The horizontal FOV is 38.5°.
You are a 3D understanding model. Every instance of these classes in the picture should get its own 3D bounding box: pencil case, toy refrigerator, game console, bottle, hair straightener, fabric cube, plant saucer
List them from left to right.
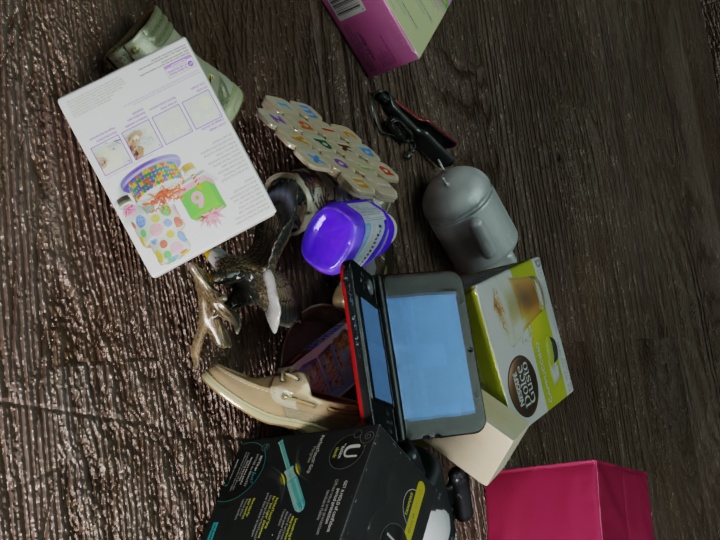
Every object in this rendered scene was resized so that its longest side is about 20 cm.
[{"bbox_3d":[-0.045,0.143,1.287,0.200,0.034,0.202,21,63,-50],"label":"plant saucer"},{"bbox_3d":[-0.042,-0.096,1.322,0.200,0.089,0.078,-20,131,-56],"label":"pencil case"},{"bbox_3d":[-0.005,-0.044,1.250,0.065,0.084,0.200,33,14,13],"label":"bottle"},{"bbox_3d":[0.080,-0.210,1.571,0.200,0.041,0.078,36,51,-43],"label":"hair straightener"},{"bbox_3d":[0.062,0.089,1.178,0.172,0.118,0.202,40,39,-72],"label":"game console"},{"bbox_3d":[0.105,0.170,1.289,0.199,0.076,0.070,34,26,18],"label":"toy refrigerator"},{"bbox_3d":[0.321,0.407,1.569,0.199,0.195,0.201,21,60,-48],"label":"fabric cube"}]

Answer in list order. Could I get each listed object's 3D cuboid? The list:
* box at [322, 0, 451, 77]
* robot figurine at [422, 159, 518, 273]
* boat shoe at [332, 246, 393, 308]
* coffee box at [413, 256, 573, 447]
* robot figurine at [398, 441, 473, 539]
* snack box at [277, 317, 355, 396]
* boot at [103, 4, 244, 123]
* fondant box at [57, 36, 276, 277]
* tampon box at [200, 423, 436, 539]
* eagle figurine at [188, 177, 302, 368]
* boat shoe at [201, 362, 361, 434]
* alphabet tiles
[{"bbox_3d":[0.037,-0.424,1.536,0.176,0.096,0.201,55,41,-27],"label":"box"},{"bbox_3d":[0.168,-0.078,1.587,0.201,0.112,0.170,57,1,-26],"label":"robot figurine"},{"bbox_3d":[0.000,0.000,1.365,0.200,0.075,0.072,-63,147,-71],"label":"boat shoe"},{"bbox_3d":[0.145,0.114,1.416,0.197,0.199,0.201,-19,94,-54],"label":"coffee box"},{"bbox_3d":[0.052,0.299,1.272,0.125,0.149,0.201,-53,136,-54],"label":"robot figurine"},{"bbox_3d":[-0.027,0.110,1.273,0.200,0.024,0.072,-34,109,-53],"label":"snack box"},{"bbox_3d":[-0.219,-0.176,1.121,0.155,0.072,0.201,46,48,-32],"label":"boot"},{"bbox_3d":[-0.196,-0.113,1.053,0.144,0.058,0.201,-29,94,-12],"label":"fondant box"},{"bbox_3d":[-0.045,0.269,1.100,0.126,0.199,0.151,51,43,-31],"label":"tampon box"},{"bbox_3d":[-0.116,-0.003,1.161,0.151,0.152,0.200,54,42,3],"label":"eagle figurine"},{"bbox_3d":[-0.081,0.140,1.155,0.199,0.071,0.065,26,91,-20],"label":"boat shoe"},{"bbox_3d":[-0.040,-0.154,1.307,0.200,0.015,0.195,46,25,26],"label":"alphabet tiles"}]
